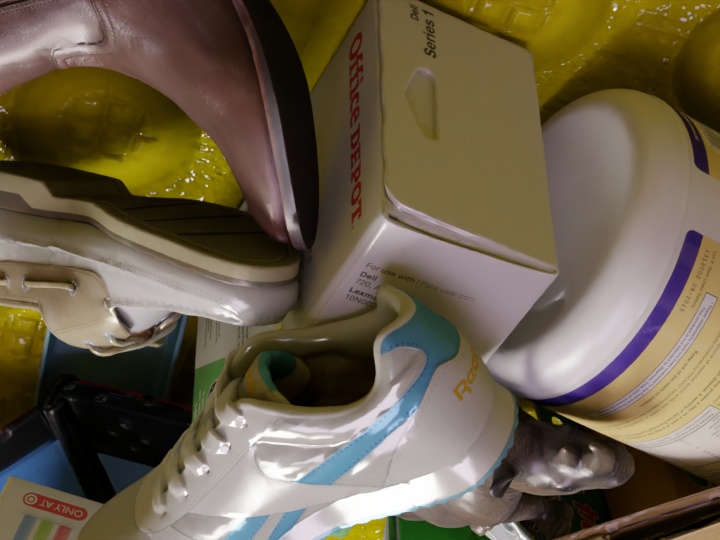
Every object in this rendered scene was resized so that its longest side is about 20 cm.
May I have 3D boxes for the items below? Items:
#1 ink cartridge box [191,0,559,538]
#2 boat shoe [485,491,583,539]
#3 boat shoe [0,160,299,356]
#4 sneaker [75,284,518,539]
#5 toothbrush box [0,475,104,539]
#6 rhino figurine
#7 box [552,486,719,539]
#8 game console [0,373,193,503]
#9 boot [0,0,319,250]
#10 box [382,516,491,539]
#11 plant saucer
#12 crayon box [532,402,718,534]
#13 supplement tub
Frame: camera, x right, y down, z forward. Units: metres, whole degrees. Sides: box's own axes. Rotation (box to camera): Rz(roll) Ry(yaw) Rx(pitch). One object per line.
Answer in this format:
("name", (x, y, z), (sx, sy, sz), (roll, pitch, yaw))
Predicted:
("ink cartridge box", (0.000, 0.000, 0.789), (0.084, 0.145, 0.200), (18, 133, -19))
("boat shoe", (0.124, 0.147, 0.927), (0.200, 0.070, 0.072), (38, 167, 1))
("boat shoe", (-0.101, 0.001, 0.770), (0.074, 0.199, 0.069), (-2, 103, -44))
("sneaker", (-0.040, 0.072, 0.713), (0.199, 0.077, 0.081), (-28, 120, 18))
("toothbrush box", (-0.126, 0.214, 0.890), (0.145, 0.086, 0.201), (16, 135, 5))
("rhino figurine", (0.060, 0.088, 0.805), (0.087, 0.060, 0.200), (18, 166, -17))
("box", (0.156, 0.170, 0.854), (0.163, 0.021, 0.200), (-23, 139, 18))
("game console", (-0.131, 0.164, 0.944), (0.171, 0.119, 0.201), (12, 142, 22))
("boot", (-0.128, -0.075, 0.722), (0.199, 0.064, 0.187), (-16, 92, 10))
("box", (0.109, 0.210, 1.048), (0.199, 0.097, 0.177), (2, 137, -4))
("plant saucer", (-0.131, 0.045, 0.925), (0.069, 0.019, 0.201), (9, 135, -10))
("crayon box", (0.182, 0.110, 0.916), (0.199, 0.127, 0.051), (24, 123, -28))
("supplement tub", (0.162, 0.019, 0.815), (0.199, 0.146, 0.145), (25, 130, -25))
